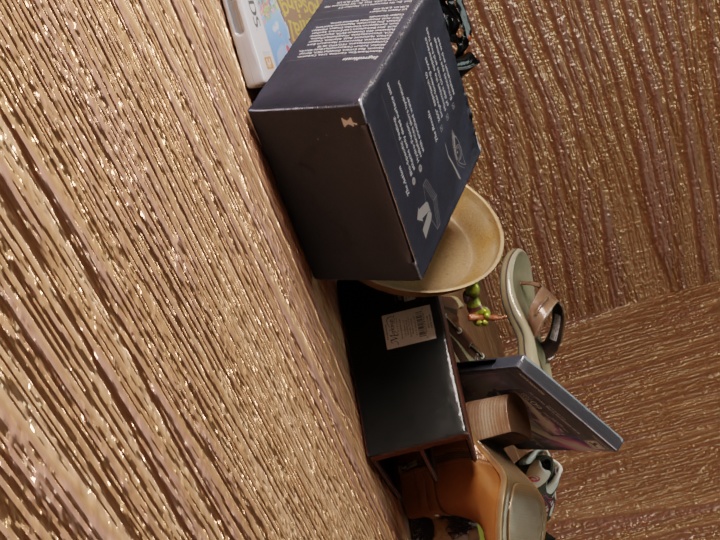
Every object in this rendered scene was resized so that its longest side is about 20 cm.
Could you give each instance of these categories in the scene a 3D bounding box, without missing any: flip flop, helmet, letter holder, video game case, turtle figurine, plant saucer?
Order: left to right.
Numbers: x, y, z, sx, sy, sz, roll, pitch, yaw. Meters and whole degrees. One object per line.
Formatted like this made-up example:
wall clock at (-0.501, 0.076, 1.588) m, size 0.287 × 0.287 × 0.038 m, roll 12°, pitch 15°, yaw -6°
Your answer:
video game case at (-0.074, -0.269, 1.263) m, size 0.200 × 0.022 × 0.183 m, roll -26°, pitch 101°, yaw -62°
plant saucer at (0.043, -0.036, 1.355) m, size 0.201 × 0.199 × 0.036 m, roll -97°, pitch -165°, yaw -46°
helmet at (0.079, -0.366, 2.150) m, size 0.199 × 0.190 × 0.201 m, roll 9°, pitch 77°, yaw -42°
letter holder at (0.054, 0.115, 1.378) m, size 0.142 × 0.100 × 0.201 m, roll 65°, pitch 12°, yaw -58°
turtle figurine at (0.094, -0.004, 1.554) m, size 0.065 × 0.161 × 0.200 m, roll -104°, pitch 174°, yaw -46°
video game case at (0.170, 0.143, 1.428) m, size 0.143 × 0.019 × 0.200 m, roll 40°, pitch -20°, yaw -14°
flip flop at (0.199, 0.063, 1.486) m, size 0.081 × 0.057 × 0.201 m, roll 47°, pitch 27°, yaw -46°

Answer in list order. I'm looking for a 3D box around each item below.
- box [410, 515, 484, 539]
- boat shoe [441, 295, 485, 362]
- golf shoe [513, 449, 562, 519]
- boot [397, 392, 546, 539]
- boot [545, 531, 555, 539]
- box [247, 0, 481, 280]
box at (0.086, 0.226, 1.479) m, size 0.050 × 0.075 × 0.201 m, roll 65°, pitch 11°, yaw -49°
boat shoe at (0.078, 0.053, 1.523) m, size 0.075 × 0.075 × 0.203 m, roll 17°, pitch -32°, yaw 49°
golf shoe at (0.201, 0.243, 1.538) m, size 0.077 × 0.088 × 0.200 m, roll 42°, pitch 14°, yaw 10°
boot at (0.105, 0.233, 1.373) m, size 0.074 × 0.154 × 0.201 m, roll 33°, pitch 45°, yaw -37°
boot at (0.123, 0.331, 1.559) m, size 0.200 × 0.139 × 0.077 m, roll 31°, pitch -3°, yaw -24°
box at (0.012, -0.127, 1.245) m, size 0.200 × 0.117 × 0.197 m, roll -63°, pitch 143°, yaw -43°
